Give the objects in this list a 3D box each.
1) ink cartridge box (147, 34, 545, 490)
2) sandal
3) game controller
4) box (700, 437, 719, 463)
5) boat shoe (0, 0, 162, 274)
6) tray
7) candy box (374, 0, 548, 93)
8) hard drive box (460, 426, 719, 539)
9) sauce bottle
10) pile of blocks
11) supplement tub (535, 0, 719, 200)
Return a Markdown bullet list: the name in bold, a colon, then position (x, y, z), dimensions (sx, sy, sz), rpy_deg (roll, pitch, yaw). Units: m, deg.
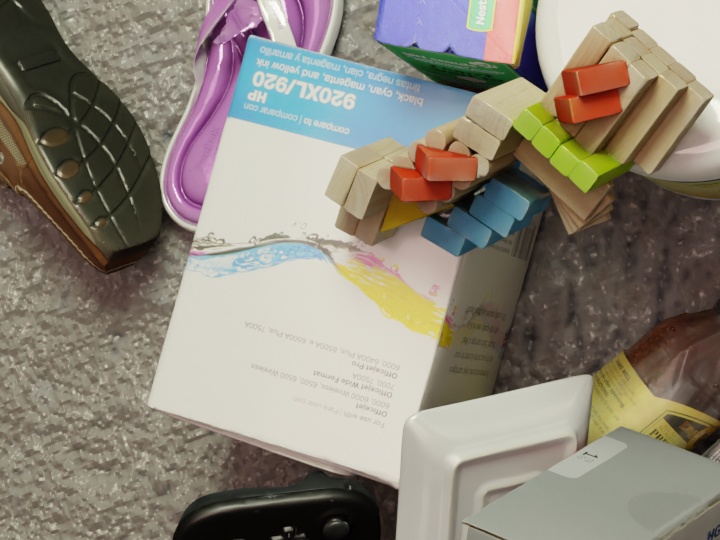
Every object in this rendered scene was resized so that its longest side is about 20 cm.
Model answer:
- **ink cartridge box**: position (0.000, 0.000, 1.182), dimensions (0.144, 0.147, 0.200), rpy_deg (16, 90, 16)
- **sandal**: position (-0.062, -0.117, 1.257), dimensions (0.082, 0.050, 0.203), rpy_deg (14, 92, 16)
- **game controller**: position (-0.044, 0.179, 1.163), dimensions (0.104, 0.200, 0.042), rpy_deg (-12, 46, -14)
- **box**: position (0.255, 0.151, 1.152), dimensions (0.200, 0.048, 0.193), rpy_deg (-46, 78, 9)
- **boat shoe**: position (-0.185, -0.082, 1.286), dimensions (0.200, 0.076, 0.074), rpy_deg (58, 134, 15)
- **tray**: position (0.067, 0.150, 1.137), dimensions (0.107, 0.022, 0.200), rpy_deg (-11, 122, -22)
- **candy box**: position (0.075, -0.176, 1.145), dimensions (0.077, 0.200, 0.169), rpy_deg (9, 89, 16)
- **hard drive box**: position (0.107, 0.198, 1.097), dimensions (0.077, 0.156, 0.200), rpy_deg (20, 113, 30)
- **sauce bottle**: position (0.153, 0.069, 1.176), dimensions (0.200, 0.066, 0.066), rpy_deg (-42, 77, 12)
- **pile of blocks**: position (0.062, -0.044, 1.024), dimensions (0.200, 0.062, 0.082), rpy_deg (-26, 90, 36)
- **supplement tub**: position (0.173, -0.109, 1.112), dimensions (0.144, 0.200, 0.145), rpy_deg (-1, 87, 16)
